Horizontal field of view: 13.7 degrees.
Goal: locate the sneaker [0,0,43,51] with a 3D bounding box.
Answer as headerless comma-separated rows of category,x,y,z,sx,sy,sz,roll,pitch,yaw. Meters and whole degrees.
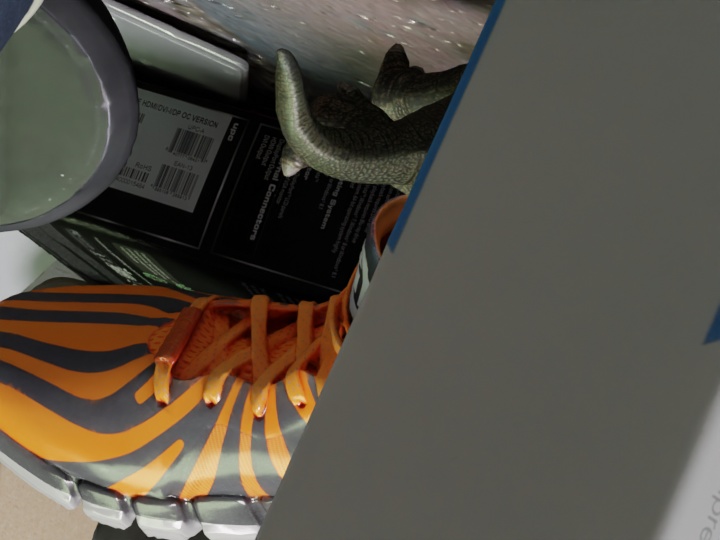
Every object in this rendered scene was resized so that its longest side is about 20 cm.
sneaker,-0.165,-0.039,0.706,0.200,0.085,0.075,-26,114,32

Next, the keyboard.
keyboard,-0.061,-0.051,0.893,0.056,0.011,0.200,19,171,0

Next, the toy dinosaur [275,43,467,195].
toy dinosaur,0.050,-0.020,0.638,0.102,0.077,0.200,3,155,31

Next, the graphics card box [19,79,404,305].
graphics card box,0.000,0.000,0.868,0.200,0.051,0.125,15,169,22

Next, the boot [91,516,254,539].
boot,0.001,0.087,0.882,0.138,0.078,0.200,5,166,3

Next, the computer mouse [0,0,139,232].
computer mouse,-0.148,-0.072,0.766,0.200,0.139,0.053,15,-145,5

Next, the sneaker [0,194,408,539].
sneaker,-0.011,0.017,0.757,0.200,0.078,0.112,10,142,12

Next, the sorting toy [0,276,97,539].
sorting toy,-0.087,0.122,1.006,0.185,0.200,0.036,34,-175,-24

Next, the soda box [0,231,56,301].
soda box,-0.169,-0.056,0.889,0.200,0.064,0.068,33,-159,-47

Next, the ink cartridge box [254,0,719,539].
ink cartridge box,0.092,0.037,0.561,0.084,0.145,0.200,15,167,43
